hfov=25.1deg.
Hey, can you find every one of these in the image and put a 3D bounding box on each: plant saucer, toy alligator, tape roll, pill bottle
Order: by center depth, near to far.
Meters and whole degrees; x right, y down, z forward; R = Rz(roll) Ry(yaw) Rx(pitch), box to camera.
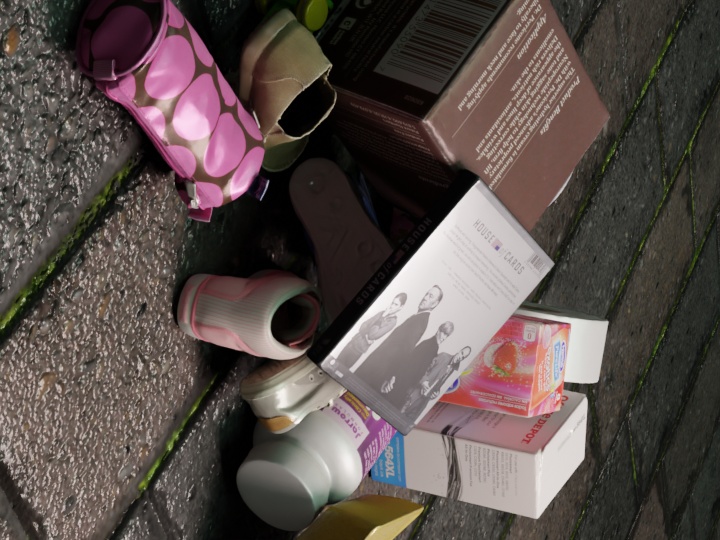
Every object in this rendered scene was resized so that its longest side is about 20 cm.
[{"bbox_3d":[-0.058,-0.211,1.368,0.201,0.059,0.054,-59,146,-12],"label":"toy alligator"},{"bbox_3d":[-0.044,0.275,1.490,0.200,0.049,0.200,-44,167,8],"label":"plant saucer"},{"bbox_3d":[-0.031,0.146,1.503,0.200,0.111,0.113,-51,143,-45],"label":"pill bottle"},{"bbox_3d":[0.171,0.072,1.790,0.202,0.201,0.072,3,97,-64],"label":"tape roll"}]

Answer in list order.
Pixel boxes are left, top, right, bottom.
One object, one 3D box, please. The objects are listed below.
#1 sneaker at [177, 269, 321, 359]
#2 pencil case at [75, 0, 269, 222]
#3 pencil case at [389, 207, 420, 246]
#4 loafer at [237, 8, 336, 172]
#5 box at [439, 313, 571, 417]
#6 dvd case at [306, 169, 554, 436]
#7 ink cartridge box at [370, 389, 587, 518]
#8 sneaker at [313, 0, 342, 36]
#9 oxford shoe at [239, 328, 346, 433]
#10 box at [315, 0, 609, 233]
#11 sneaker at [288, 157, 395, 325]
[{"bbox_3d":[-0.066,0.041,1.402,0.200,0.104,0.076,5,94,-65],"label":"sneaker"},{"bbox_3d":[-0.141,-0.124,1.209,0.094,0.090,0.200,-62,148,-18],"label":"pencil case"},{"bbox_3d":[0.079,-0.095,1.674,0.083,0.086,0.202,-143,-117,-85],"label":"pencil case"},{"bbox_3d":[-0.062,-0.131,1.322,0.076,0.067,0.200,-42,164,-17],"label":"loafer"},{"bbox_3d":[0.104,0.085,1.655,0.102,0.198,0.096,1,97,-65],"label":"box"},{"bbox_3d":[0.062,0.031,1.351,0.200,0.025,0.150,-49,137,-2],"label":"dvd case"},{"bbox_3d":[0.128,0.179,1.740,0.146,0.198,0.085,-38,132,-53],"label":"ink cartridge box"},{"bbox_3d":[-0.010,-0.161,1.487,0.107,0.074,0.200,-62,141,-22],"label":"sneaker"},{"bbox_3d":[-0.034,0.091,1.441,0.200,0.075,0.058,-31,103,-52],"label":"oxford shoe"},{"bbox_3d":[0.081,-0.152,1.397,0.166,0.163,0.200,-53,138,-14],"label":"box"},{"bbox_3d":[0.000,0.000,1.461,0.147,0.080,0.202,56,10,-74],"label":"sneaker"}]
